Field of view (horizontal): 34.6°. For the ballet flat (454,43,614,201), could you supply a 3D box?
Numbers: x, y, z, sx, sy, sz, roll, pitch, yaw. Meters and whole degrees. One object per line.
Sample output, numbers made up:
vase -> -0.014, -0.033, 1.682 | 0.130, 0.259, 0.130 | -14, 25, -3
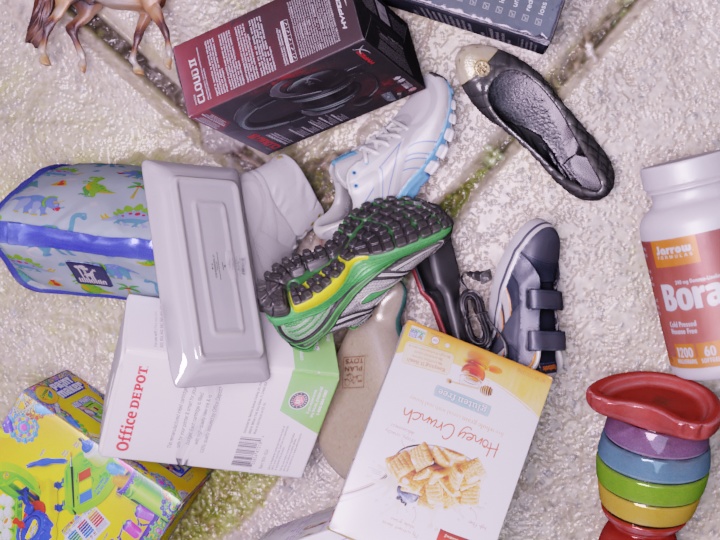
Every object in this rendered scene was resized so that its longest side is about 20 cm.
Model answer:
ballet flat -> 0.170, -0.147, 1.107 | 0.200, 0.057, 0.066 | 43, 98, 2

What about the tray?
tray -> -0.129, 0.000, 1.006 | 0.022, 0.107, 0.200 | -19, 76, 42

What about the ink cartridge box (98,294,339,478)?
ink cartridge box -> -0.137, 0.112, 1.097 | 0.200, 0.084, 0.146 | 9, 127, -16

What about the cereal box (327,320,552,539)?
cereal box -> 0.071, 0.163, 1.028 | 0.144, 0.040, 0.200 | 21, 75, -1

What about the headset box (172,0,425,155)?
headset box -> -0.063, -0.183, 1.067 | 0.200, 0.149, 0.077 | -21, 74, 19

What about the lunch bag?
lunch bag -> -0.237, -0.036, 1.097 | 0.170, 0.200, 0.128 | 5, 95, 6

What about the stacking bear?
stacking bear -> 0.274, 0.208, 1.103 | 0.121, 0.114, 0.200 | 14, 110, 29

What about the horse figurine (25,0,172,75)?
horse figurine -> -0.249, -0.262, 1.150 | 0.200, 0.050, 0.133 | 3, 83, 13

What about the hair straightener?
hair straightener -> 0.091, 0.026, 1.100 | 0.077, 0.041, 0.200 | -32, 65, 44

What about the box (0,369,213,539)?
box -> -0.292, 0.243, 1.169 | 0.193, 0.122, 0.200 | 34, 99, 3

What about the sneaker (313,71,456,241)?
sneaker -> 0.020, -0.103, 1.107 | 0.087, 0.075, 0.200 | 23, 97, -28

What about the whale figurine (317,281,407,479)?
whale figurine -> 0.027, 0.111, 1.132 | 0.159, 0.104, 0.200 | -10, 78, 42

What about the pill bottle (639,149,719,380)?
pill bottle -> 0.324, -0.007, 1.074 | 0.112, 0.112, 0.200 | -14, 93, 8

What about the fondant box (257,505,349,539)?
fondant box -> -0.007, 0.261, 1.122 | 0.200, 0.144, 0.058 | -22, 87, 9

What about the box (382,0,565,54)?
box -> 0.111, -0.326, 1.065 | 0.196, 0.124, 0.200 | 19, 98, 4

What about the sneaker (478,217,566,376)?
sneaker -> 0.163, 0.054, 1.108 | 0.079, 0.078, 0.200 | 29, 109, 38

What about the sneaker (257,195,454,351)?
sneaker -> 0.000, 0.000, 1.072 | 0.200, 0.078, 0.085 | -30, 135, -13

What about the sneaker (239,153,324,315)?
sneaker -> -0.077, -0.015, 1.142 | 0.074, 0.116, 0.200 | 26, 138, 42
